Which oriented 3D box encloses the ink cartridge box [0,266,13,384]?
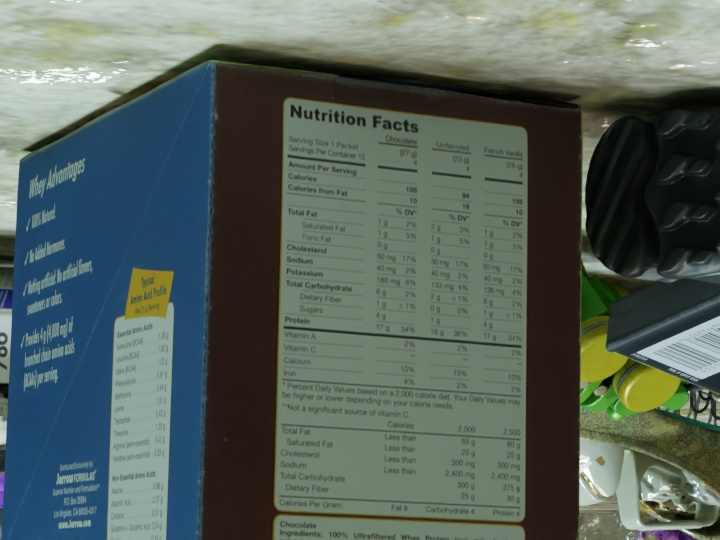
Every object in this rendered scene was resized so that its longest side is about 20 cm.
[{"bbox_3d":[-0.121,0.025,1.125,0.198,0.040,0.099,3,-168,-4],"label":"ink cartridge box"}]

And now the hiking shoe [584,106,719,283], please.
[{"bbox_3d":[0.173,-0.025,0.763,0.199,0.075,0.086,8,-176,36],"label":"hiking shoe"}]

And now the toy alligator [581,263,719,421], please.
[{"bbox_3d":[0.115,0.044,1.089,0.054,0.059,0.200,-43,138,15],"label":"toy alligator"}]

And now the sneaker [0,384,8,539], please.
[{"bbox_3d":[-0.125,0.092,1.150,0.199,0.100,0.069,-9,-161,-43],"label":"sneaker"}]

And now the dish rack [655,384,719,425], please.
[{"bbox_3d":[0.187,0.056,1.264,0.199,0.055,0.153,17,164,-37],"label":"dish rack"}]

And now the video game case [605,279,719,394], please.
[{"bbox_3d":[0.227,0.026,0.960,0.180,0.026,0.200,22,154,-23],"label":"video game case"}]

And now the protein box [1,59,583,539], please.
[{"bbox_3d":[-0.030,0.051,0.820,0.134,0.202,0.198,6,170,-25],"label":"protein box"}]

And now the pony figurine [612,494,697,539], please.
[{"bbox_3d":[0.296,0.209,2.061,0.191,0.168,0.200,-9,153,16],"label":"pony figurine"}]

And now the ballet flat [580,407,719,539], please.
[{"bbox_3d":[0.127,0.091,1.183,0.070,0.071,0.199,-7,158,44],"label":"ballet flat"}]
